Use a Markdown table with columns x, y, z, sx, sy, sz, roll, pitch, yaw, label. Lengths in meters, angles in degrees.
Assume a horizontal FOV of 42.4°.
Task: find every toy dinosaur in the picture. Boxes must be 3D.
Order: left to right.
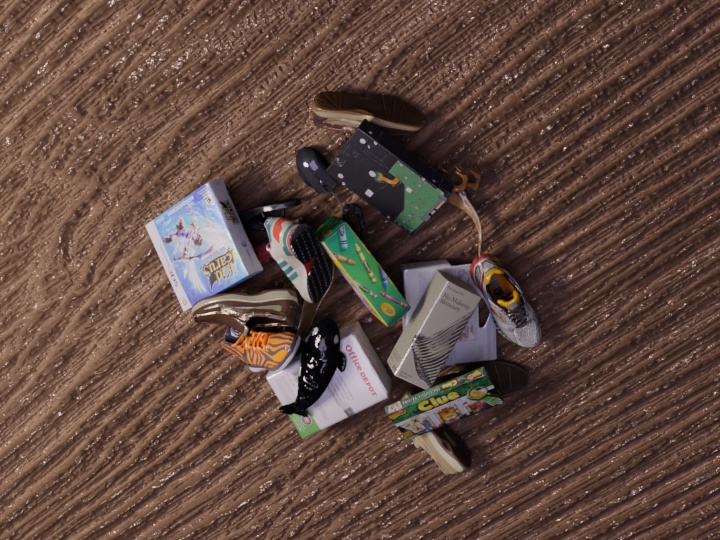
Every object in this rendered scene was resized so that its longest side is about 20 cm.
| x | y | z | sx | sy | sz | roll | pitch | yaw | label |
| --- | --- | --- | --- | --- | --- | --- | --- | --- | --- |
| 0.176 | -0.135 | 1.674 | 0.200 | 0.060 | 0.106 | 40 | 128 | 3 | toy dinosaur |

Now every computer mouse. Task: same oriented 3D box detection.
| x | y | z | sx | sy | sz | roll | pitch | yaw | label |
| --- | --- | --- | --- | --- | --- | --- | --- | --- | --- |
| -0.054 | -0.139 | 1.708 | 0.058 | 0.034 | 0.201 | -34 | 101 | 15 | computer mouse |

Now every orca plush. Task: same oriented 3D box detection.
| x | y | z | sx | sy | sz | roll | pitch | yaw | label |
| --- | --- | --- | --- | --- | --- | --- | --- | --- | --- |
| -0.096 | 0.186 | 1.707 | 0.105 | 0.071 | 0.201 | 36 | 106 | 3 | orca plush |

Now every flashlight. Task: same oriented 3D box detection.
| x | y | z | sx | sy | sz | roll | pitch | yaw | label |
| --- | --- | --- | --- | --- | --- | --- | --- | --- | --- |
| -0.182 | -0.030 | 1.731 | 0.199 | 0.068 | 0.068 | -25 | 66 | 16 | flashlight |

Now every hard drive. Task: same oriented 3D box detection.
| x | y | z | sx | sy | sz | roll | pitch | yaw | label |
| --- | --- | --- | --- | --- | --- | --- | --- | --- | --- |
| 0.052 | -0.163 | 1.647 | 0.199 | 0.038 | 0.140 | 36 | 141 | -5 | hard drive |

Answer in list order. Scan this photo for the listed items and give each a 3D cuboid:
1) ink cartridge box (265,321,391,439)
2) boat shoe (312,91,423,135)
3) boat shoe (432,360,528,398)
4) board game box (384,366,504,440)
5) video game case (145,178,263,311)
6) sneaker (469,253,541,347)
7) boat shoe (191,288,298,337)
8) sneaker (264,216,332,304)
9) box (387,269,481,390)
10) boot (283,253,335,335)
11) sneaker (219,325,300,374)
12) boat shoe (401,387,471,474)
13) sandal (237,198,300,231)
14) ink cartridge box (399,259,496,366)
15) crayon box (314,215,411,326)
| x | y | z | sx | sy | sz | roll | pitch | yaw | label |
| --- | --- | --- | --- | --- | --- | --- | --- | --- | --- |
| -0.057 | 0.210 | 1.789 | 0.199 | 0.084 | 0.147 | -27 | 100 | 15 | ink cartridge box |
| 0.012 | -0.264 | 1.650 | 0.198 | 0.073 | 0.072 | 7 | 139 | -2 | boat shoe |
| 0.219 | 0.223 | 1.770 | 0.198 | 0.073 | 0.068 | -6 | 148 | -3 | boat shoe |
| 0.155 | 0.246 | 1.705 | 0.199 | 0.024 | 0.105 | -24 | 133 | 13 | board game box |
| -0.291 | -0.043 | 1.706 | 0.199 | 0.045 | 0.183 | -27 | 88 | 38 | video game case |
| 0.267 | 0.065 | 1.689 | 0.078 | 0.082 | 0.200 | -37 | 109 | 2 | sneaker |
| -0.212 | 0.083 | 1.690 | 0.200 | 0.075 | 0.076 | -9 | 65 | 11 | boat shoe |
| -0.116 | -0.024 | 1.663 | 0.093 | 0.070 | 0.201 | 26 | 153 | 32 | sneaker |
| 0.132 | 0.108 | 1.686 | 0.082 | 0.068 | 0.201 | 24 | 102 | -17 | box |
| -0.098 | 0.035 | 1.747 | 0.073 | 0.075 | 0.202 | 19 | 106 | 6 | boot |
| -0.198 | 0.137 | 1.736 | 0.112 | 0.078 | 0.199 | 35 | 150 | -22 | sneaker |
| 0.132 | 0.321 | 1.811 | 0.076 | 0.072 | 0.201 | -30 | 100 | 32 | boat shoe |
| -0.195 | -0.092 | 1.723 | 0.199 | 0.075 | 0.048 | -15 | 98 | 21 | sandal |
| 0.165 | 0.079 | 1.741 | 0.172 | 0.044 | 0.202 | -6 | 107 | -9 | ink cartridge box |
| 0.000 | 0.000 | 1.685 | 0.058 | 0.119 | 0.201 | -39 | 105 | -4 | crayon box |
